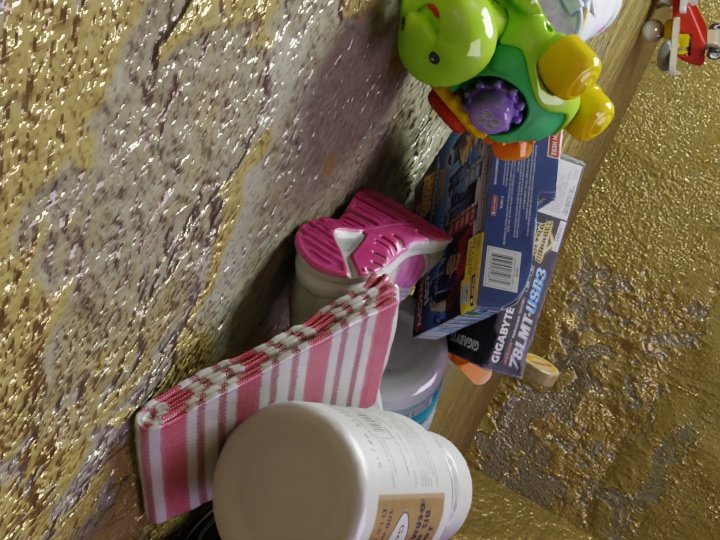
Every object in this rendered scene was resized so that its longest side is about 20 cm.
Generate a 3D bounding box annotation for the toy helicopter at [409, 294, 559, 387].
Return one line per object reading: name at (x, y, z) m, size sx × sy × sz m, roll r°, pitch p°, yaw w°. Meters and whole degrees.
toy helicopter at (0.128, 0.080, 1.206) m, size 0.132 × 0.199 × 0.079 m, roll -82°, pitch -163°, yaw -75°

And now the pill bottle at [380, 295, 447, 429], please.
pill bottle at (0.020, 0.110, 1.050) m, size 0.111 × 0.111 × 0.200 m, roll -56°, pitch 166°, yaw -26°

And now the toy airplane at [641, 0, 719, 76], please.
toy airplane at (0.610, -0.483, 2.134) m, size 0.200 × 0.141 × 0.200 m, roll -29°, pitch 108°, yaw -52°

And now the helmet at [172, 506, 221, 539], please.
helmet at (-0.065, 0.266, 0.842) m, size 0.191 × 0.199 × 0.201 m, roll -63°, pitch 175°, yaw -58°

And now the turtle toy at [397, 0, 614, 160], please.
turtle toy at (0.087, -0.147, 0.757) m, size 0.101 × 0.146 × 0.200 m, roll -40°, pitch 157°, yaw 6°

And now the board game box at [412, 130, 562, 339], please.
board game box at (0.097, -0.043, 0.929) m, size 0.200 × 0.061 × 0.201 m, roll 141°, pitch -42°, yaw -71°

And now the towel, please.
towel at (-0.063, 0.089, 0.740) m, size 0.200 × 0.030 × 0.147 m, roll -27°, pitch 151°, yaw -25°

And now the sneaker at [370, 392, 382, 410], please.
sneaker at (-0.031, 0.136, 0.922) m, size 0.074 × 0.201 × 0.115 m, roll -23°, pitch -173°, yaw -34°

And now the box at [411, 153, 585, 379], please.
box at (0.119, -0.016, 1.033) m, size 0.200 × 0.050 × 0.199 m, roll -157°, pitch -95°, yaw -72°

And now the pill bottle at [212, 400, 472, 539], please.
pill bottle at (-0.001, 0.152, 0.757) m, size 0.200 × 0.114 × 0.115 m, roll 18°, pitch 100°, yaw -60°

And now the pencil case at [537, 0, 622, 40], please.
pencil case at (0.186, -0.245, 1.016) m, size 0.091 × 0.083 × 0.200 m, roll -43°, pitch 178°, yaw 28°

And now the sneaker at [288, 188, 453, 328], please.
sneaker at (0.000, 0.000, 0.833) m, size 0.200 × 0.081 × 0.088 m, roll -24°, pitch 142°, yaw -57°
